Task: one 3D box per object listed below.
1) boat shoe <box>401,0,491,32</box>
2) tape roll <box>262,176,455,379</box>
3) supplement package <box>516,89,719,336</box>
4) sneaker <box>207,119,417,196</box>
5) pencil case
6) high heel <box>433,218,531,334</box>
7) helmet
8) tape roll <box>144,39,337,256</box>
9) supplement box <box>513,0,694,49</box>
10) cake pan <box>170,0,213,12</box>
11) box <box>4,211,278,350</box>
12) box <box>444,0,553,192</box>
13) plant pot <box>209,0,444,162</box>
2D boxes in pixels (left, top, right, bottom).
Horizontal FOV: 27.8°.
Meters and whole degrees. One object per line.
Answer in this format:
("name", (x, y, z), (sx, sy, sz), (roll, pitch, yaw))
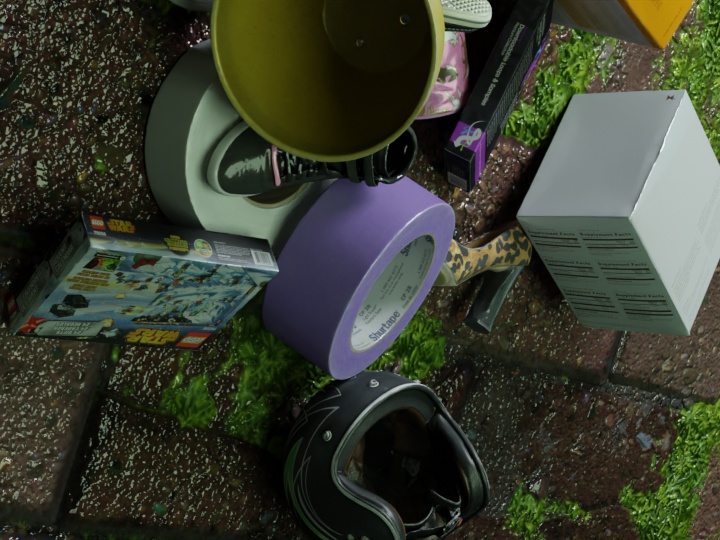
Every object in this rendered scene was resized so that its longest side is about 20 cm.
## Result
("boat shoe", (0.022, -0.240, 1.354), (0.075, 0.199, 0.063), (-78, 171, -53))
("tape roll", (0.000, 0.000, 1.399), (0.200, 0.085, 0.200), (-46, 158, -25))
("supplement package", (0.306, -0.065, 1.642), (0.200, 0.147, 0.192), (54, 52, -38))
("sneaker", (-0.035, -0.104, 1.287), (0.199, 0.099, 0.071), (-20, 118, -35))
("pencil case", (0.057, -0.247, 1.432), (0.083, 0.086, 0.201), (-59, 142, -56))
("high heel", (0.111, -0.041, 1.566), (0.200, 0.071, 0.143), (45, 63, -40))
("helmet", (0.014, 0.201, 1.462), (0.200, 0.191, 0.200), (-35, 167, -9))
("tape roll", (-0.099, -0.117, 1.341), (0.202, 0.071, 0.204), (-15, 113, -37))
("supplement box", (0.225, -0.305, 1.481), (0.126, 0.200, 0.074), (39, 81, -43))
("cake pan", (-0.134, -0.327, 1.264), (0.200, 0.037, 0.201), (-15, 113, -38))
("box", (-0.189, 0.014, 1.270), (0.199, 0.040, 0.137), (8, 140, -43))
("box", (0.144, -0.190, 1.507), (0.201, 0.036, 0.143), (-62, 172, -7))
("plant pot", (-0.009, -0.206, 1.242), (0.142, 0.199, 0.201), (-40, 134, -63))
